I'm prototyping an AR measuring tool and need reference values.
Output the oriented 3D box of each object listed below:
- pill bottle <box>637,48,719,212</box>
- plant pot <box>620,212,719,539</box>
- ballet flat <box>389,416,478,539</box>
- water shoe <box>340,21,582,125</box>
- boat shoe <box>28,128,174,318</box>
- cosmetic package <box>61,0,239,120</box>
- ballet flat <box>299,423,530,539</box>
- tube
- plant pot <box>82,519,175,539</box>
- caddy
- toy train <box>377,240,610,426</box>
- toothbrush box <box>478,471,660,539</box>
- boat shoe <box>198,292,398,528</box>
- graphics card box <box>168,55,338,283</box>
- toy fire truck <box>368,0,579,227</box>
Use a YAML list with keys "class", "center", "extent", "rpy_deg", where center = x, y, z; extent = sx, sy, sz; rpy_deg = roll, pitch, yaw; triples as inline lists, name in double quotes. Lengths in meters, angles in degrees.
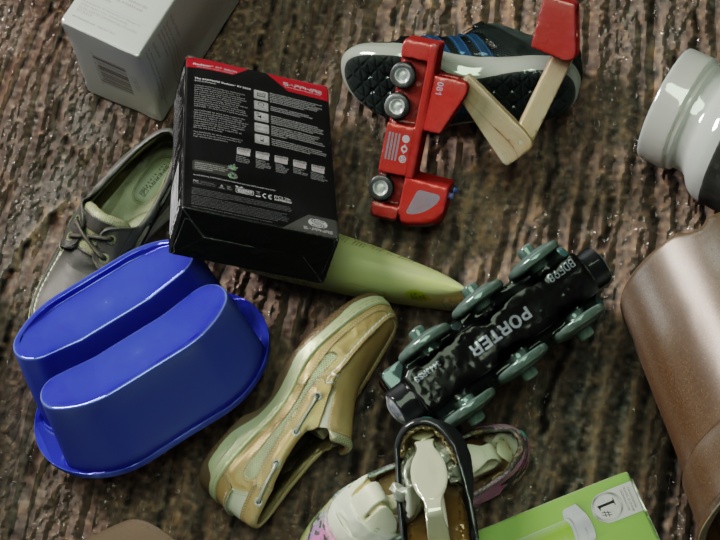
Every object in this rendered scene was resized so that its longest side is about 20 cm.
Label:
- class: "pill bottle"
  center: [0.323, -0.087, 1.413]
  extent: [0.199, 0.117, 0.117]
  rpy_deg: [29, 71, 17]
- class: "plant pot"
  center: [0.292, 0.074, 1.309]
  extent: [0.198, 0.201, 0.200]
  rpy_deg: [-20, 59, -4]
- class: "ballet flat"
  center: [0.053, 0.191, 1.247]
  extent: [0.072, 0.073, 0.202]
  rpy_deg: [-7, 62, 2]
- class: "water shoe"
  center: [0.084, -0.165, 1.507]
  extent: [0.197, 0.072, 0.079]
  rpy_deg: [7, 40, 9]
- class: "boat shoe"
  center: [-0.204, -0.033, 1.462]
  extent: [0.071, 0.066, 0.202]
  rpy_deg: [29, 70, 18]
- class: "cosmetic package"
  center: [-0.157, -0.243, 1.529]
  extent: [0.080, 0.113, 0.201]
  rpy_deg: [24, 68, 15]
- class: "ballet flat"
  center: [0.036, 0.165, 1.349]
  extent: [0.198, 0.071, 0.070]
  rpy_deg: [-27, 67, -7]
- class: "tube"
  center: [0.000, 0.000, 1.430]
  extent: [0.198, 0.052, 0.058]
  rpy_deg: [15, 32, 15]
- class: "plant pot"
  center: [-0.191, 0.270, 1.276]
  extent: [0.200, 0.201, 0.174]
  rpy_deg: [37, 56, 19]
- class: "caddy"
  center: [-0.166, 0.072, 1.394]
  extent: [0.199, 0.106, 0.142]
  rpy_deg: [-31, 43, -9]
- class: "toy train"
  center: [0.099, 0.053, 1.370]
  extent: [0.199, 0.114, 0.086]
  rpy_deg: [-36, 83, -12]
- class: "toothbrush box"
  center: [0.127, 0.254, 1.293]
  extent: [0.198, 0.086, 0.147]
  rpy_deg: [-21, 64, -5]
- class: "boat shoe"
  center: [-0.030, 0.110, 1.379]
  extent: [0.076, 0.072, 0.200]
  rpy_deg: [36, 84, 32]
- class: "graphics card box"
  center: [-0.084, -0.081, 1.421]
  extent: [0.124, 0.051, 0.201]
  rpy_deg: [11, 38, -14]
- class: "toy fire truck"
  center: [0.090, -0.125, 1.438]
  extent: [0.139, 0.049, 0.202]
  rpy_deg: [13, 103, 8]
